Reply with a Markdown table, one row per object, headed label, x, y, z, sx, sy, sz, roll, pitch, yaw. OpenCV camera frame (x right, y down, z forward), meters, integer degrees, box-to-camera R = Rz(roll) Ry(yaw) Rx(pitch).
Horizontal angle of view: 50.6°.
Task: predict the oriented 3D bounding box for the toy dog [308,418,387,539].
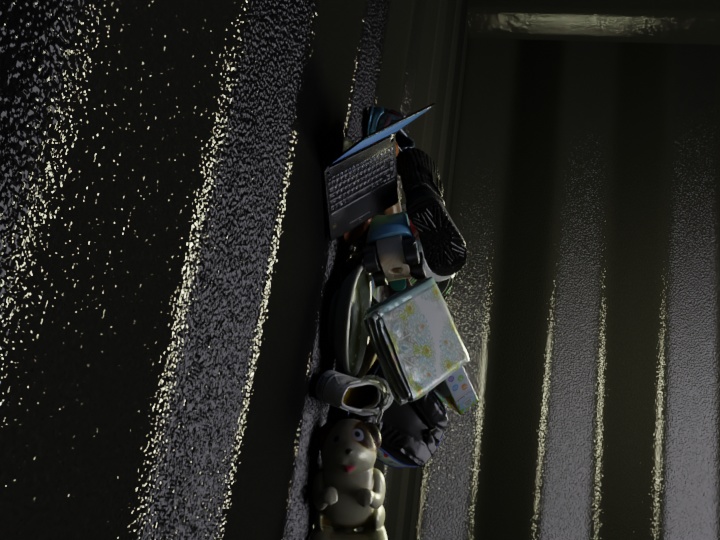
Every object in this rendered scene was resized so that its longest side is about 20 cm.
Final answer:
| label | x | y | z | sx | sy | sz | roll | pitch | yaw |
| --- | --- | --- | --- | --- | --- | --- | --- | --- | --- |
| toy dog | -0.013 | 0.355 | 1.309 | 0.194 | 0.137 | 0.204 | -59 | 150 | -67 |

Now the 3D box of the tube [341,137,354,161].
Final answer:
| label | x | y | z | sx | sy | sz | roll | pitch | yaw |
| --- | --- | --- | --- | --- | --- | --- | --- | --- | --- |
| tube | -0.004 | -0.192 | 1.356 | 0.058 | 0.052 | 0.200 | 53 | 16 | 4 |

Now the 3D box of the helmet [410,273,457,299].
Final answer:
| label | x | y | z | sx | sy | sz | roll | pitch | yaw |
| --- | --- | --- | --- | --- | --- | --- | --- | --- | --- |
| helmet | 0.144 | -0.027 | 1.858 | 0.200 | 0.197 | 0.194 | -41 | 152 | -74 |

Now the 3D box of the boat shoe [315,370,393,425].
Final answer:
| label | x | y | z | sx | sy | sz | roll | pitch | yaw |
| --- | --- | --- | --- | --- | --- | --- | --- | --- | --- |
| boat shoe | 0.016 | 0.215 | 1.287 | 0.201 | 0.085 | 0.076 | 28 | 84 | -52 |

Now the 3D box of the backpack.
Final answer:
| label | x | y | z | sx | sy | sz | roll | pitch | yaw |
| --- | --- | --- | --- | --- | --- | --- | --- | --- | --- |
| backpack | 0.065 | 0.283 | 1.461 | 0.201 | 0.190 | 0.154 | -51 | -178 | -21 |

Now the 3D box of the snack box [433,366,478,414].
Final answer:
| label | x | y | z | sx | sy | sz | roll | pitch | yaw |
| --- | --- | --- | --- | --- | --- | --- | --- | --- | --- |
| snack box | 0.142 | 0.187 | 1.523 | 0.144 | 0.053 | 0.199 | 62 | -15 | -21 |

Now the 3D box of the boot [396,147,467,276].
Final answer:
| label | x | y | z | sx | sy | sz | roll | pitch | yaw |
| --- | --- | --- | --- | --- | --- | --- | --- | --- | --- |
| boot | 0.131 | -0.110 | 1.405 | 0.159 | 0.078 | 0.213 | -100 | 168 | -50 |

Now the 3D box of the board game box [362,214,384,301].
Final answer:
| label | x | y | z | sx | sy | sz | roll | pitch | yaw |
| --- | --- | --- | --- | --- | --- | --- | --- | --- | --- |
| board game box | 0.029 | 0.002 | 1.626 | 0.136 | 0.034 | 0.202 | 81 | 18 | -50 |

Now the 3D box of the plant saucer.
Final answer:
| label | x | y | z | sx | sy | sz | roll | pitch | yaw |
| --- | --- | --- | --- | --- | --- | --- | --- | --- | --- |
| plant saucer | -0.023 | 0.089 | 1.353 | 0.200 | 0.049 | 0.204 | 6 | 90 | -78 |

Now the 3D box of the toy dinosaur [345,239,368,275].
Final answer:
| label | x | y | z | sx | sy | sz | roll | pitch | yaw |
| --- | --- | --- | --- | --- | --- | --- | --- | --- | --- |
| toy dinosaur | 0.000 | 0.000 | 1.455 | 0.201 | 0.047 | 0.089 | 82 | 30 | -59 |

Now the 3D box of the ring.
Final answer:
| label | x | y | z | sx | sy | sz | roll | pitch | yaw |
| --- | --- | --- | --- | --- | --- | --- | --- | --- | --- |
| ring | 0.015 | -0.144 | 1.374 | 0.202 | 0.019 | 0.201 | -57 | 164 | -25 |

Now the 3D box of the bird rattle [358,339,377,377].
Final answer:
| label | x | y | z | sx | sy | sz | roll | pitch | yaw |
| --- | --- | --- | --- | --- | --- | --- | --- | --- | --- |
| bird rattle | 0.041 | 0.187 | 1.667 | 0.162 | 0.112 | 0.202 | -12 | 135 | -56 |

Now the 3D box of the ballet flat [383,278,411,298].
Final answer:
| label | x | y | z | sx | sy | sz | roll | pitch | yaw |
| --- | --- | --- | --- | --- | --- | --- | --- | --- | --- |
| ballet flat | 0.079 | 0.059 | 1.561 | 0.072 | 0.068 | 0.203 | 87 | -8 | -59 |

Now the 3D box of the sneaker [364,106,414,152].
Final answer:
| label | x | y | z | sx | sy | sz | roll | pitch | yaw |
| --- | --- | --- | --- | --- | --- | --- | --- | --- | --- |
| sneaker | 0.062 | -0.237 | 1.533 | 0.202 | 0.094 | 0.080 | 80 | 19 | -52 |

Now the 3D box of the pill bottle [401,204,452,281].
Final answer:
| label | x | y | z | sx | sy | sz | roll | pitch | yaw |
| --- | --- | --- | --- | --- | --- | --- | --- | --- | --- |
| pill bottle | 0.128 | -0.066 | 1.573 | 0.200 | 0.110 | 0.114 | -128 | -145 | -60 |

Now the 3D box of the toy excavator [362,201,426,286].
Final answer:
| label | x | y | z | sx | sy | sz | roll | pitch | yaw |
| --- | --- | --- | --- | --- | --- | --- | --- | --- | --- |
| toy excavator | 0.063 | -0.070 | 1.430 | 0.195 | 0.098 | 0.204 | 60 | 22 | -63 |

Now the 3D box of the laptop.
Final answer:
| label | x | y | z | sx | sy | sz | roll | pitch | yaw |
| --- | --- | --- | --- | --- | --- | --- | --- | --- | --- |
| laptop | 0.033 | -0.157 | 1.226 | 0.176 | 0.102 | 0.203 | -31 | 130 | -37 |

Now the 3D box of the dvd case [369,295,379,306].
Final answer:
| label | x | y | z | sx | sy | sz | roll | pitch | yaw |
| --- | --- | --- | --- | --- | --- | --- | --- | --- | --- |
| dvd case | 0.074 | 0.142 | 1.482 | 0.016 | 0.200 | 0.149 | -37 | 157 | -16 |

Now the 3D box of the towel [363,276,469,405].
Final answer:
| label | x | y | z | sx | sy | sz | roll | pitch | yaw |
| --- | --- | --- | --- | --- | --- | --- | --- | --- | --- |
| towel | 0.099 | 0.119 | 1.335 | 0.199 | 0.048 | 0.174 | -26 | 94 | -45 |
